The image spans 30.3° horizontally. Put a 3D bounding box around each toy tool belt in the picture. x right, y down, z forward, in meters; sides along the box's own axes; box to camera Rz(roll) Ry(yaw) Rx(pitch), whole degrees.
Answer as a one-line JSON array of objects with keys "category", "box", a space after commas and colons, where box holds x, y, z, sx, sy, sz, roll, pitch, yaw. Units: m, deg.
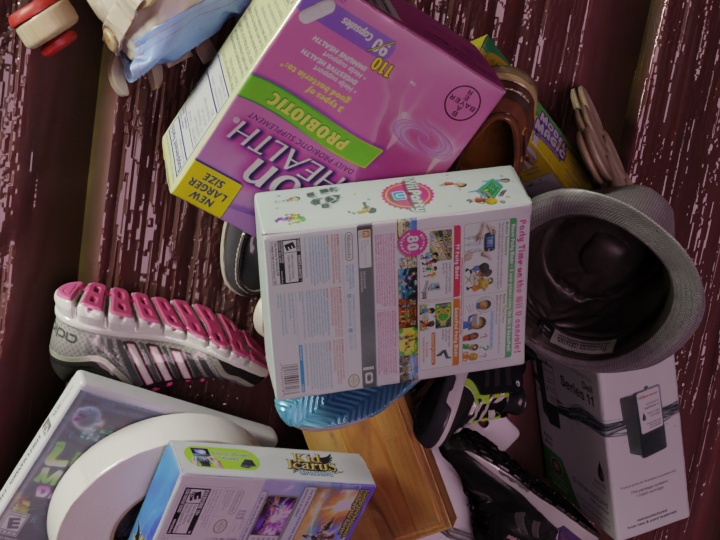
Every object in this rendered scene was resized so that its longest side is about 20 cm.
[{"category": "toy tool belt", "box": [-0.154, -0.193, 1.027, 0.199, 0.125, 0.123, -33, 106, -8]}]

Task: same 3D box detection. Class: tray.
[{"category": "tray", "box": [0.003, 0.145, 1.177, 0.098, 0.037, 0.201, -20, 91, 11]}]

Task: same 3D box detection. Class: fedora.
[{"category": "fedora", "box": [0.202, -0.008, 1.103, 0.176, 0.090, 0.200, 34, 137, 3]}]

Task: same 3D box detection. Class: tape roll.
[{"category": "tape roll", "box": [-0.165, 0.210, 1.132, 0.202, 0.037, 0.204, -14, 128, -18]}]

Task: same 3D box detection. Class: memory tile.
[{"category": "memory tile", "box": [0.237, -0.063, 1.203, 0.017, 0.154, 0.201, -24, 114, 18]}]

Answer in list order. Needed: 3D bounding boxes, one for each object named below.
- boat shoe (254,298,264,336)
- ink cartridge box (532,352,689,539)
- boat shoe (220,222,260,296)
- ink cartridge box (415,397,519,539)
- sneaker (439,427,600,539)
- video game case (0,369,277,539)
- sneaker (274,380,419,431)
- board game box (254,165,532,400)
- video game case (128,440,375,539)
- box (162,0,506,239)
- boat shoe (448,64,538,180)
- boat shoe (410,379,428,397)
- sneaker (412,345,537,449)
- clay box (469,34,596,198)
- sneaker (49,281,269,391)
[{"category": "boat shoe", "box": [0.000, 0.000, 1.146, 0.200, 0.063, 0.073, -41, 140, -20]}, {"category": "ink cartridge box", "box": [0.231, 0.128, 1.256, 0.083, 0.147, 0.201, -15, 109, -16]}, {"category": "boat shoe", "box": [-0.058, -0.063, 1.133, 0.072, 0.063, 0.201, 25, 97, -28]}, {"category": "ink cartridge box", "box": [0.067, 0.206, 1.260, 0.200, 0.067, 0.116, -47, 116, -2]}, {"category": "sneaker", "box": [0.130, 0.224, 1.214, 0.200, 0.076, 0.088, 39, 95, -27]}, {"category": "video game case", "box": [-0.196, 0.183, 1.135, 0.199, 0.023, 0.182, 22, 112, -35]}, {"category": "sneaker", "box": [0.019, 0.076, 1.103, 0.199, 0.081, 0.077, -29, 77, -17]}, {"category": "board game box", "box": [0.025, 0.009, 1.007, 0.199, 0.064, 0.148, -6, 122, -8]}, {"category": "video game case", "box": [-0.106, 0.237, 1.126, 0.180, 0.046, 0.201, 9, 119, -30]}, {"category": "box", "box": [-0.024, -0.117, 1.014, 0.175, 0.097, 0.200, 28, 111, -26]}, {"category": "boat shoe", "box": [0.096, -0.070, 1.098, 0.072, 0.068, 0.201, 13, 131, 0]}, {"category": "boat shoe", "box": [0.035, 0.077, 1.213, 0.073, 0.063, 0.202, 26, 97, -28]}, {"category": "sneaker", "box": [0.113, 0.101, 1.181, 0.083, 0.200, 0.072, 34, 125, 3]}, {"category": "clay box", "box": [0.102, -0.120, 1.148, 0.200, 0.115, 0.048, 49, 48, -25]}, {"category": "sneaker", "box": [-0.175, 0.074, 1.129, 0.199, 0.074, 0.088, 16, 109, -28]}]
